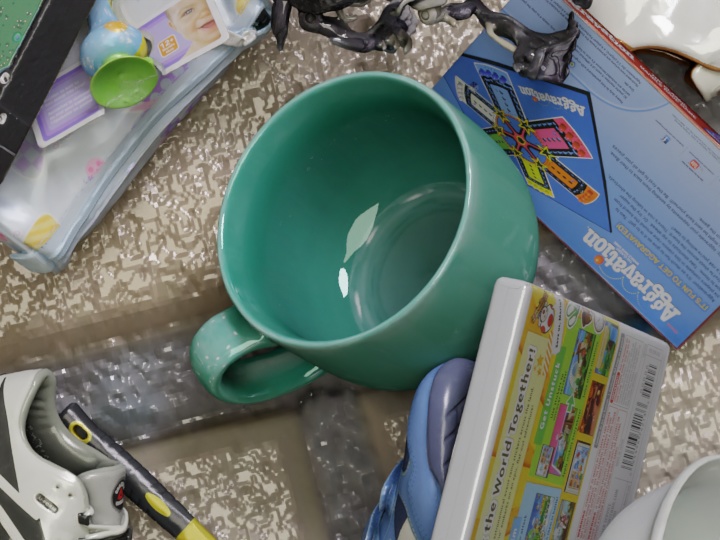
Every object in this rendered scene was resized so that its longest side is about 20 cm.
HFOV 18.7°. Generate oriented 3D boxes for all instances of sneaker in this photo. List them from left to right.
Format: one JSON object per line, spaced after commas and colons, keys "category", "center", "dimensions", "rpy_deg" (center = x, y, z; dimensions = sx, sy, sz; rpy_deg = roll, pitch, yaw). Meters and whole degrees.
{"category": "sneaker", "center": [-0.154, 0.146, 1.158], "dimensions": [0.088, 0.074, 0.201], "rpy_deg": [-29, 89, 22]}
{"category": "sneaker", "center": [0.034, 0.137, 1.146], "dimensions": [0.082, 0.074, 0.201], "rpy_deg": [17, 119, 32]}
{"category": "sneaker", "center": [0.219, -0.138, 1.208], "dimensions": [0.199, 0.073, 0.085], "rpy_deg": [-4, 89, 9]}

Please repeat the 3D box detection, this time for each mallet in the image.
{"category": "mallet", "center": [-0.097, 0.154, 1.194], "dimensions": [0.199, 0.041, 0.066], "rpy_deg": [35, 88, 5]}

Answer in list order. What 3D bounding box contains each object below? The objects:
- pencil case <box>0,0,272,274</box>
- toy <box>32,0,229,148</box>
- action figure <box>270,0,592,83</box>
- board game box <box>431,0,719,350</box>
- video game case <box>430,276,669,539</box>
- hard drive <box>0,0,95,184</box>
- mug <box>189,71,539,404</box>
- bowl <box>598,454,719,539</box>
{"category": "pencil case", "center": [-0.134, -0.093, 1.182], "dimensions": [0.091, 0.083, 0.200], "rpy_deg": [41, 86, 18]}
{"category": "toy", "center": [-0.153, -0.171, 1.148], "dimensions": [0.115, 0.047, 0.201], "rpy_deg": [-29, 57, 8]}
{"category": "action figure", "center": [0.023, -0.162, 1.150], "dimensions": [0.199, 0.102, 0.119], "rpy_deg": [16, 115, 2]}
{"category": "board game box", "center": [0.137, -0.060, 1.200], "dimensions": [0.200, 0.019, 0.103], "rpy_deg": [44, 112, 1]}
{"category": "video game case", "center": [0.095, 0.118, 1.138], "dimensions": [0.023, 0.182, 0.201], "rpy_deg": [12, 85, 33]}
{"category": "hard drive", "center": [-0.199, -0.149, 1.114], "dimensions": [0.139, 0.038, 0.201], "rpy_deg": [22, 82, 30]}
{"category": "mug", "center": [0.004, -0.011, 1.160], "dimensions": [0.184, 0.114, 0.153], "rpy_deg": [-13, 65, 28]}
{"category": "bowl", "center": [0.167, 0.203, 1.145], "dimensions": [0.090, 0.201, 0.202], "rpy_deg": [-13, 86, 35]}
